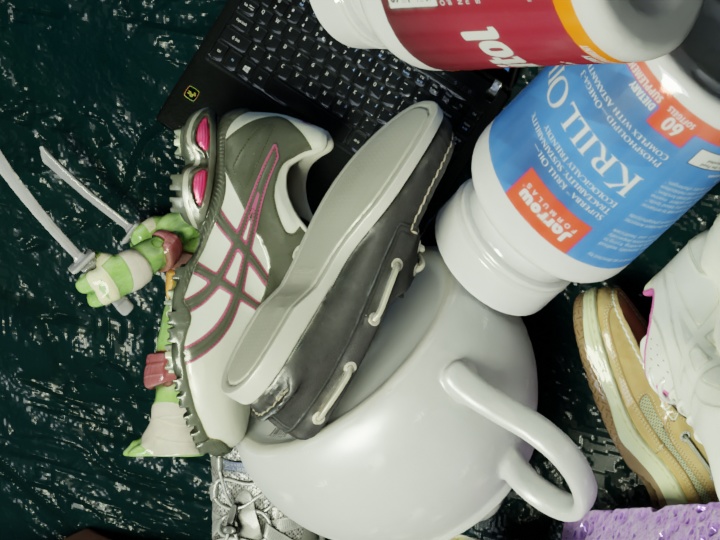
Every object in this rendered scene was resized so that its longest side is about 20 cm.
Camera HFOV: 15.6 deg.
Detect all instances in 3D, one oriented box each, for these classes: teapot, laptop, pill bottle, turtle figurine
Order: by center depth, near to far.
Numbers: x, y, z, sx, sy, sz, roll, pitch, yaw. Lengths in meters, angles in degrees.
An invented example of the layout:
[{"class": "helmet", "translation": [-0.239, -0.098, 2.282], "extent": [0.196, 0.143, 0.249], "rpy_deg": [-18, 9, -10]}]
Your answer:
[{"class": "pill bottle", "translation": [0.071, -0.160, 1.357], "extent": [0.199, 0.113, 0.113], "rpy_deg": [2, 113, 43]}, {"class": "pill bottle", "translation": [0.131, -0.063, 1.444], "extent": [0.112, 0.112, 0.200], "rpy_deg": [46, 126, 4]}, {"class": "laptop", "translation": [-0.009, -0.128, 1.496], "extent": [0.177, 0.103, 0.200], "rpy_deg": [34, 96, 13]}, {"class": "teapot", "translation": [0.036, 0.093, 1.539], "extent": [0.197, 0.200, 0.146], "rpy_deg": [-34, 113, 20]}, {"class": "turtle figurine", "translation": [-0.137, 0.012, 1.605], "extent": [0.144, 0.199, 0.195], "rpy_deg": [-174, 82, -71]}]

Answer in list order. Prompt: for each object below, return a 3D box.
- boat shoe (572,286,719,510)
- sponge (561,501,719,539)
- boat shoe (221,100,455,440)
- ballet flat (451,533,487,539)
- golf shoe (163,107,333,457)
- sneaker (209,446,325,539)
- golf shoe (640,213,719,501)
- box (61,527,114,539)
[{"class": "boat shoe", "translation": [0.191, 0.090, 1.517], "extent": [0.076, 0.072, 0.201], "rpy_deg": [-21, 111, 23]}, {"class": "sponge", "translation": [0.174, 0.184, 1.447], "extent": [0.030, 0.112, 0.200], "rpy_deg": [23, 160, -29]}, {"class": "boat shoe", "translation": [0.000, 0.000, 1.458], "extent": [0.060, 0.200, 0.074], "rpy_deg": [36, 167, -21]}, {"class": "ballet flat", "translation": [0.074, 0.184, 1.562], "extent": [0.071, 0.200, 0.069], "rpy_deg": [25, 81, 4]}, {"class": "golf shoe", "translation": [-0.064, 0.007, 1.501], "extent": [0.088, 0.077, 0.201], "rpy_deg": [2, 89, 10]}, {"class": "sneaker", "translation": [-0.062, 0.162, 1.678], "extent": [0.074, 0.082, 0.201], "rpy_deg": [-2, 111, 31]}, {"class": "golf shoe", "translation": [0.196, 0.060, 1.425], "extent": [0.091, 0.201, 0.075], "rpy_deg": [-32, 127, 34]}, {"class": "box", "translation": [-0.182, 0.306, 1.734], "extent": [0.166, 0.164, 0.201], "rpy_deg": [14, 122, 54]}]
